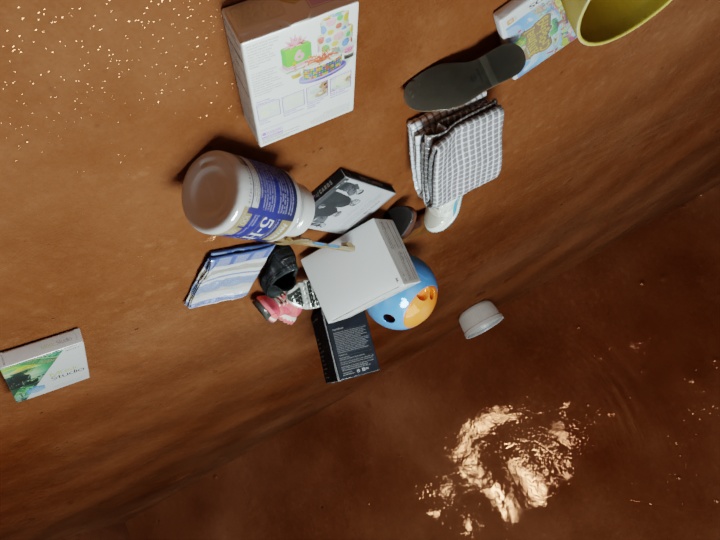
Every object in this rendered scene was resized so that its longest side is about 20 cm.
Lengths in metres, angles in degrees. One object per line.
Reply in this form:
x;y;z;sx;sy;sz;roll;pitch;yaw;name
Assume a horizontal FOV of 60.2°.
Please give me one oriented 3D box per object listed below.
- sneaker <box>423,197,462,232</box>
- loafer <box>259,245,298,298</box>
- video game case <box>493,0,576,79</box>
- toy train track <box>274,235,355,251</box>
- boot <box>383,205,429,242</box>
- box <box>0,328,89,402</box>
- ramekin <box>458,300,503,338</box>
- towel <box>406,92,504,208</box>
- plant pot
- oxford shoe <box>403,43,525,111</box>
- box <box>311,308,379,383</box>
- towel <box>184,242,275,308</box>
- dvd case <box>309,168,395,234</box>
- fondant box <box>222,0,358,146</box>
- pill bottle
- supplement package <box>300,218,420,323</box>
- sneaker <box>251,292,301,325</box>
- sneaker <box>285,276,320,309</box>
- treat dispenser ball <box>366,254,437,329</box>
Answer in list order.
0.180;-0.171;1.322;0.080;0.077;0.201;-7;131;-44;sneaker
-0.173;0.018;1.336;0.068;0.071;0.201;-21;161;-24;loafer
0.309;-0.408;0.995;0.182;0.022;0.200;-33;161;12;video game case
-0.098;-0.065;1.236;0.199;0.033;0.114;8;173;-35;toy train track
0.144;-0.116;1.455;0.199;0.069;0.189;-21;158;-28;boot
-0.608;0.187;1.203;0.144;0.036;0.200;-19;158;-28;box
0.553;0.223;2.884;0.199;0.105;0.200;-25;162;-9;ramekin
0.181;-0.218;1.149;0.165;0.086;0.200;-26;148;-9;towel
0.330;-0.419;0.804;0.199;0.142;0.200;-26;161;-10;plant pot
0.163;-0.301;1.000;0.199;0.072;0.071;-19;-173;-2;oxford shoe
-0.047;0.199;1.717;0.123;0.198;0.200;-14;172;-15;box
-0.265;0.013;1.255;0.146;0.024;0.200;-12;156;-36;towel
-0.034;-0.130;1.225;0.150;0.025;0.200;-37;161;23;dvd case
-0.081;-0.255;0.774;0.144;0.058;0.200;-25;162;-12;fondant box
-0.161;-0.106;0.951;0.120;0.120;0.200;-37;160;24;pill bottle
0.000;0.000;1.355;0.199;0.156;0.111;-28;172;22;supplement package
-0.190;0.074;1.494;0.087;0.074;0.200;-45;163;7;sneaker
-0.105;0.040;1.470;0.081;0.076;0.199;7;-163;42;sneaker
0.103;0.055;1.628;0.200;0.202;0.201;-26;161;-9;treat dispenser ball
